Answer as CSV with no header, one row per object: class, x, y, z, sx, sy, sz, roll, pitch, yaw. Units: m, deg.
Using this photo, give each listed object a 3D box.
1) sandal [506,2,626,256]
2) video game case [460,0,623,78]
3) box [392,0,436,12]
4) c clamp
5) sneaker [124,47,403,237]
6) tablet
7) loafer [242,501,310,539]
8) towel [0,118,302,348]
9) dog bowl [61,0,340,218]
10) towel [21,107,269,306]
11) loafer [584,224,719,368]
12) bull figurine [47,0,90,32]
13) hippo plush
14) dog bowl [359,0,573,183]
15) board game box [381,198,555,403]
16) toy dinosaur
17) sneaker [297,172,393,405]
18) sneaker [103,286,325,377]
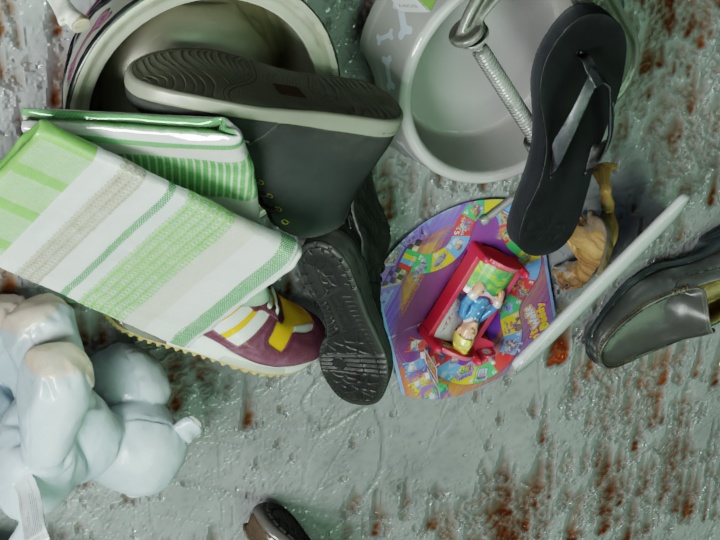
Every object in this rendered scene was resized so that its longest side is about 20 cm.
sandal,0.159,-0.098,1.171,0.075,0.043,0.202,-12,125,-28
video game case,0.133,-0.253,1.197,0.142,0.019,0.202,-19,129,-16
box,0.039,-0.294,1.058,0.144,0.036,0.201,36,78,-38
c clamp,0.126,-0.143,1.163,0.170,0.027,0.201,-35,132,-2
sneaker,-0.073,-0.079,1.074,0.198,0.075,0.107,8,122,-28
tablet,0.200,0.015,1.354,0.200,0.014,0.130,-44,173,-1
loafer,-0.057,0.283,1.421,0.071,0.073,0.201,-34,130,-4
towel,-0.157,-0.024,1.059,0.199,0.031,0.149,27,137,-29
dog bowl,-0.118,-0.125,1.115,0.198,0.074,0.202,-14,126,-20
towel,-0.142,-0.036,1.076,0.151,0.024,0.201,2,145,2
loafer,0.293,0.029,1.436,0.199,0.072,0.073,-36,132,-1
bull figurine,-0.130,-0.235,1.019,0.198,0.122,0.065,-21,157,-5
hippo plush,-0.191,0.107,1.169,0.160,0.201,0.159,3,142,-38
dog bowl,0.097,-0.155,1.196,0.198,0.059,0.202,-14,127,-19
board game box,0.099,0.036,1.359,0.157,0.039,0.201,-24,130,-12
toy dinosaur,0.193,-0.033,1.303,0.060,0.107,0.200,-10,169,-2
sneaker,-0.003,0.000,1.245,0.059,0.105,0.201,1,130,20
sneaker,-0.097,0.018,1.222,0.198,0.075,0.091,13,120,-35
